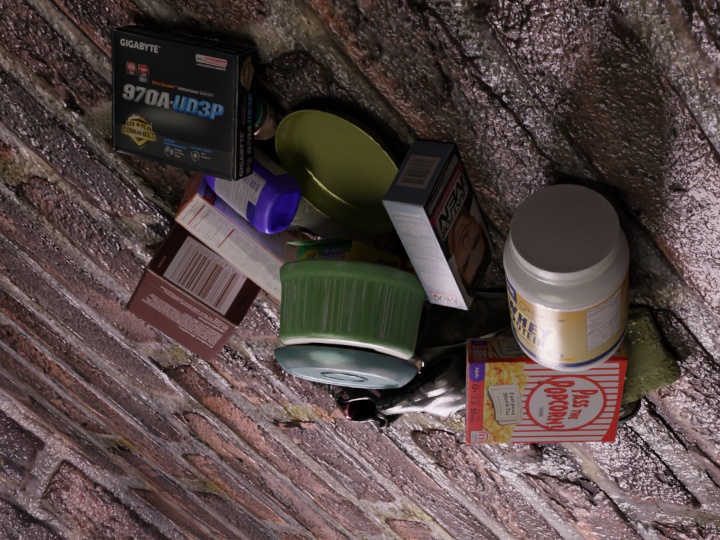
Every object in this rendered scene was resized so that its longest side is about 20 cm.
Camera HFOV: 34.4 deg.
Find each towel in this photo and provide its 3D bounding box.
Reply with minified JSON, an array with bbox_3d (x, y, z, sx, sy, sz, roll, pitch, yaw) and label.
[{"bbox_3d":[0.304,0.125,1.515,0.198,0.037,0.149,-23,127,20],"label":"towel"}]

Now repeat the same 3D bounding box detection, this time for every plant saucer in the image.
[{"bbox_3d":[-0.021,0.133,1.560,0.197,0.028,0.200,7,167,2],"label":"plant saucer"},{"bbox_3d":[-0.018,-0.131,1.474,0.198,0.031,0.201,26,147,18],"label":"plant saucer"}]

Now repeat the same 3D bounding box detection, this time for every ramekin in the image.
[{"bbox_3d":[-0.013,0.057,1.510,0.197,0.099,0.200,7,167,1],"label":"ramekin"}]

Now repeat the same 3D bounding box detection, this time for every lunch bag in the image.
[{"bbox_3d":[0.202,0.116,1.604,0.198,0.118,0.164,-11,132,44],"label":"lunch bag"}]

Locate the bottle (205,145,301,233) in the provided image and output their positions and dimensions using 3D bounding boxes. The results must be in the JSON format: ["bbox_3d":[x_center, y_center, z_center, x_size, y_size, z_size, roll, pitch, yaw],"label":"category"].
[{"bbox_3d":[-0.165,-0.132,1.549,0.199,0.065,0.084,39,127,28],"label":"bottle"}]

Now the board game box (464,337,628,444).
[{"bbox_3d":[0.233,0.154,1.486,0.197,0.047,0.153,-2,130,3],"label":"board game box"}]

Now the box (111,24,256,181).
[{"bbox_3d":[-0.223,-0.211,1.458,0.198,0.046,0.161,16,115,25],"label":"box"}]

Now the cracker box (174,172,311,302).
[{"bbox_3d":[-0.161,-0.057,1.645,0.199,0.134,0.058,40,111,-17],"label":"cracker box"}]

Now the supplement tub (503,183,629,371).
[{"bbox_3d":[0.240,0.010,1.352,0.143,0.145,0.201,17,150,23],"label":"supplement tub"}]

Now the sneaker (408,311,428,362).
[{"bbox_3d":[0.069,0.089,1.681,0.090,0.077,0.199,-5,163,43],"label":"sneaker"}]

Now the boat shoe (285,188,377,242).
[{"bbox_3d":[-0.062,-0.078,1.591,0.197,0.072,0.063,7,-176,13],"label":"boat shoe"}]

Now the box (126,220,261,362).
[{"bbox_3d":[-0.241,0.009,1.801,0.165,0.165,0.200,33,153,-8],"label":"box"}]

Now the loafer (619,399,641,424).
[{"bbox_3d":[0.304,0.179,1.659,0.199,0.072,0.063,-2,133,49],"label":"loafer"}]

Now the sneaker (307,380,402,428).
[{"bbox_3d":[-0.013,0.180,1.745,0.198,0.086,0.081,10,131,40],"label":"sneaker"}]

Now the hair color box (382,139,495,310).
[{"bbox_3d":[0.100,-0.053,1.433,0.060,0.100,0.201,11,147,31],"label":"hair color box"}]

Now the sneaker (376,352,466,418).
[{"bbox_3d":[0.092,0.177,1.603,0.079,0.076,0.199,43,148,-14],"label":"sneaker"}]

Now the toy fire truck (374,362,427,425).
[{"bbox_3d":[-0.002,0.132,1.850,0.200,0.128,0.177,44,151,17],"label":"toy fire truck"}]

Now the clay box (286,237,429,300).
[{"bbox_3d":[0.000,0.000,1.593,0.198,0.048,0.114,17,166,-41],"label":"clay box"}]

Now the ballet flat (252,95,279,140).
[{"bbox_3d":[-0.190,-0.202,1.515,0.198,0.069,0.067,17,178,28],"label":"ballet flat"}]
